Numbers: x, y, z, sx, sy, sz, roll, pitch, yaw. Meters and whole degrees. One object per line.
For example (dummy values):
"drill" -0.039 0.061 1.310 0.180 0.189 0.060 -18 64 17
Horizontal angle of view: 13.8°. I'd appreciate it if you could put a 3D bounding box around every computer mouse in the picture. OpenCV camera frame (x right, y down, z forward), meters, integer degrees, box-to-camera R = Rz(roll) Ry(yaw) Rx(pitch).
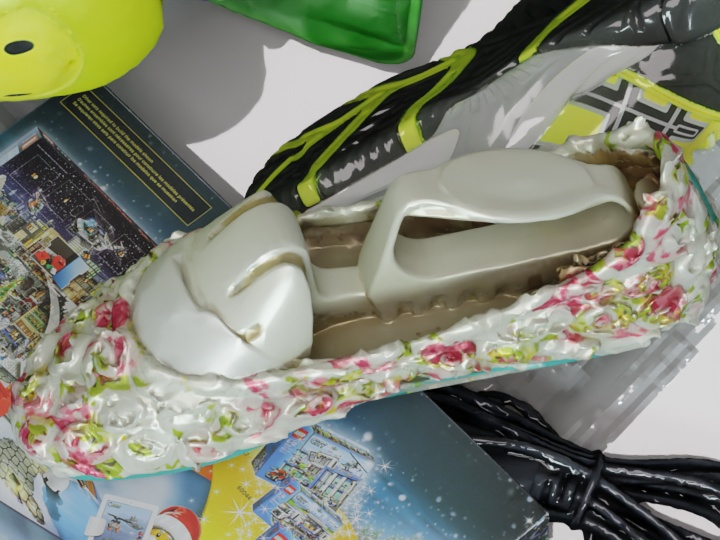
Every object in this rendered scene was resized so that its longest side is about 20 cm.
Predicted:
"computer mouse" 0.036 0.139 0.862 0.138 0.053 0.200 18 90 4

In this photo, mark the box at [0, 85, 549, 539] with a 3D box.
"box" -0.064 0.051 0.823 0.137 0.038 0.200 -37 64 -19

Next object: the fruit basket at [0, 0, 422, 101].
"fruit basket" -0.057 -0.109 0.793 0.155 0.216 0.216 21 90 5

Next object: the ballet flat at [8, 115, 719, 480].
"ballet flat" 0.000 0.000 0.792 0.200 0.064 0.076 -16 53 -7

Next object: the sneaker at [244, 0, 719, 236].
"sneaker" 0.067 -0.041 0.864 0.200 0.075 0.076 -28 108 5
